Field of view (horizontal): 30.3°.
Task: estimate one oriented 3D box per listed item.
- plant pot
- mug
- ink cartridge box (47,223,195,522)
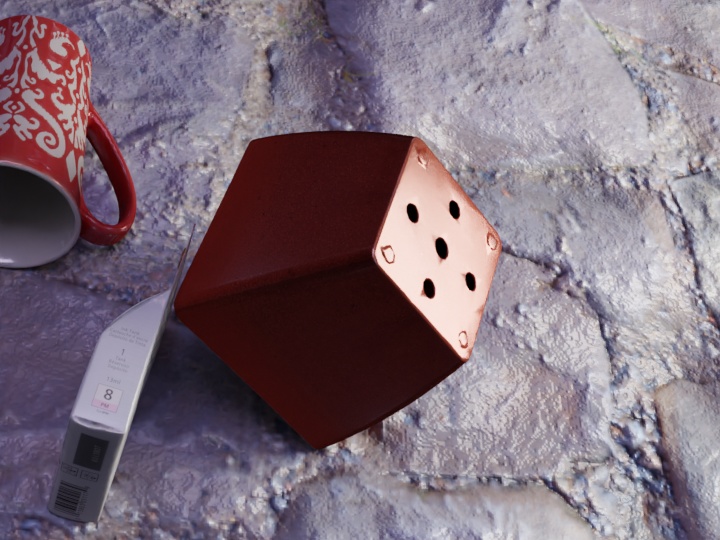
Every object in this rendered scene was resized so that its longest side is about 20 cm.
[{"bbox_3d":[0.000,0.000,1.097,0.200,0.175,0.201,47,46,-30],"label":"plant pot"},{"bbox_3d":[-0.297,-0.110,1.208,0.132,0.178,0.202,-17,48,18],"label":"mug"},{"bbox_3d":[-0.190,0.077,1.058,0.056,0.163,0.202,15,53,-9],"label":"ink cartridge box"}]
